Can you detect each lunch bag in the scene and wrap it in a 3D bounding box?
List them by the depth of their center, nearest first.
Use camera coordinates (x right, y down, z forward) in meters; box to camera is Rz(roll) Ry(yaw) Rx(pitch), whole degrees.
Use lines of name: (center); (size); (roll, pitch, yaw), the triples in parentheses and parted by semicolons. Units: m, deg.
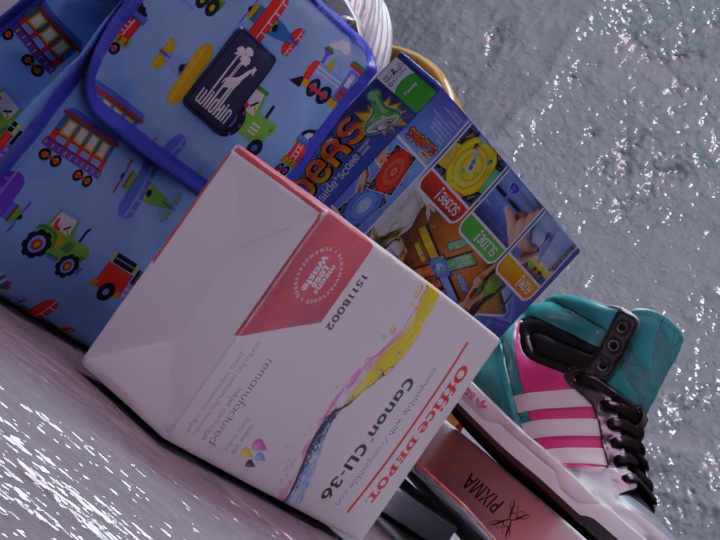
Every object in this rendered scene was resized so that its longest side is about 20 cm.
lunch bag: (-0.093, -0.074, 1.111); (0.150, 0.200, 0.094); (34, 13, -48)

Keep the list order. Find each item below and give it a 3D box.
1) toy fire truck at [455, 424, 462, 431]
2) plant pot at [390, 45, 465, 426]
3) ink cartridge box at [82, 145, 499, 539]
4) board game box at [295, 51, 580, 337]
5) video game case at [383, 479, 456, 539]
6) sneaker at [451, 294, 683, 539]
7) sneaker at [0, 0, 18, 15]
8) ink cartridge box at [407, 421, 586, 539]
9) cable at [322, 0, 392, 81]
toy fire truck: (0.065, 0.099, 1.783); (0.199, 0.129, 0.176); (27, 0, 8)
plant pot: (0.000, 0.000, 1.489); (0.200, 0.200, 0.184); (38, -16, 51)
ink cartridge box: (-0.016, 0.042, 1.110); (0.067, 0.117, 0.200); (36, 1, 37)
board game box: (0.024, -0.009, 1.281); (0.034, 0.135, 0.200); (43, -1, 34)
video game case: (-0.048, 0.073, 1.365); (0.200, 0.018, 0.143); (36, 1, -36)
sneaker: (0.142, 0.084, 1.377); (0.200, 0.121, 0.084); (44, -6, 28)
sneaker: (-0.165, -0.168, 1.363); (0.199, 0.087, 0.075); (5, 32, -21)
ink cartridge box: (0.073, 0.129, 1.366); (0.174, 0.044, 0.200); (51, -7, -31)
cable: (-0.077, -0.124, 1.457); (0.069, 0.199, 0.201); (48, 25, -41)
